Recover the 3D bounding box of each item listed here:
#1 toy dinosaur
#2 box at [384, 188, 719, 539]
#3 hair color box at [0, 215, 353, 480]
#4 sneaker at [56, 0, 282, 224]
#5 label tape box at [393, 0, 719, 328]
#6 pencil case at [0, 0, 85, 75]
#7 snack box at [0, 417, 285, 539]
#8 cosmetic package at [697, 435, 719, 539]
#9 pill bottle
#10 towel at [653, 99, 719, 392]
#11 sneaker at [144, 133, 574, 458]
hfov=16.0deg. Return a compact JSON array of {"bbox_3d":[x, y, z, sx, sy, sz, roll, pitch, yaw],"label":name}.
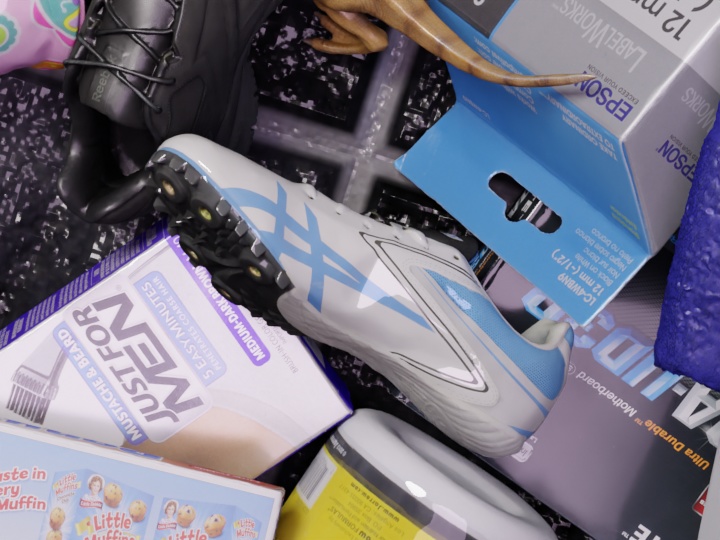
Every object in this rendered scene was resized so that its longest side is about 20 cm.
[{"bbox_3d":[0.003,-0.117,1.040,0.060,0.106,0.200,-44,82,-4],"label":"toy dinosaur"},{"bbox_3d":[0.136,0.044,1.123,0.200,0.046,0.159,36,94,-11],"label":"box"},{"bbox_3d":[-0.116,0.068,1.092,0.200,0.065,0.109,-35,101,2],"label":"hair color box"},{"bbox_3d":[-0.074,-0.101,1.017,0.076,0.091,0.200,24,124,20],"label":"sneaker"},{"bbox_3d":[0.101,-0.098,1.042,0.200,0.143,0.066,-49,136,3],"label":"label tape box"},{"bbox_3d":[-0.210,-0.114,1.016,0.200,0.087,0.088,-4,101,-23],"label":"pencil case"},{"bbox_3d":[-0.136,0.100,1.042,0.200,0.024,0.072,14,89,0],"label":"snack box"},{"bbox_3d":[0.226,0.088,1.072,0.151,0.052,0.200,17,78,-18],"label":"cosmetic package"},{"bbox_3d":[-0.011,0.167,1.095,0.112,0.112,0.200,32,96,-10],"label":"pill bottle"},{"bbox_3d":[0.199,-0.046,0.991,0.148,0.050,0.200,7,110,-12],"label":"towel"},{"bbox_3d":[0.000,0.000,1.040,0.200,0.072,0.073,35,72,-19],"label":"sneaker"}]
